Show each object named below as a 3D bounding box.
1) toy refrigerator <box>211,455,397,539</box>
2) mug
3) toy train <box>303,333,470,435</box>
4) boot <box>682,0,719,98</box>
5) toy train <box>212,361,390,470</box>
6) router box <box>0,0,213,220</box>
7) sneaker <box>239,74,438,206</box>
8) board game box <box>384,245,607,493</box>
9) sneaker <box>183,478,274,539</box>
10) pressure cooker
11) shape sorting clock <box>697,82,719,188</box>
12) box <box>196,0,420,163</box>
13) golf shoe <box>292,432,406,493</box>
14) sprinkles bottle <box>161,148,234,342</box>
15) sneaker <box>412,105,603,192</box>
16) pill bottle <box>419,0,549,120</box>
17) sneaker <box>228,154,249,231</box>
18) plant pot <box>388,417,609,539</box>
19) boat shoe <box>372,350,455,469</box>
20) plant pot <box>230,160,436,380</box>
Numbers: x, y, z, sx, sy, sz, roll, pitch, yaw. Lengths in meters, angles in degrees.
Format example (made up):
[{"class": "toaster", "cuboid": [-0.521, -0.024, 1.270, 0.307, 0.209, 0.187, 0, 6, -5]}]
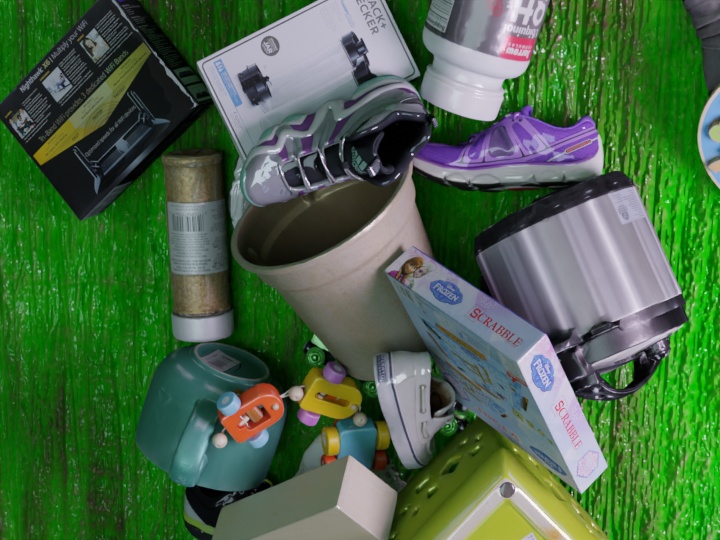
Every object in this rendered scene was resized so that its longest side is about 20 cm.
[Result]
[{"class": "toy refrigerator", "cuboid": [-0.060, 0.258, 1.632, 0.076, 0.070, 0.199, 39, 134, -26]}, {"class": "mug", "cuboid": [-0.148, 0.153, 1.692, 0.150, 0.185, 0.116, 11, 108, -30]}, {"class": "toy train", "cuboid": [0.032, 0.112, 1.698, 0.198, 0.042, 0.057, 26, 98, 11]}, {"class": "boot", "cuboid": [0.404, -0.232, 1.482, 0.198, 0.070, 0.133, -12, 93, 16]}, {"class": "toy train", "cuboid": [-0.059, 0.159, 1.644, 0.150, 0.056, 0.200, -35, 127, 7]}, {"class": "router box", "cuboid": [-0.278, -0.178, 1.726, 0.200, 0.052, 0.158, -40, 87, 22]}, {"class": "sneaker", "cuboid": [-0.018, -0.108, 1.514, 0.199, 0.140, 0.078, -33, 119, -1]}, {"class": "board game box", "cuboid": [0.128, 0.092, 1.500, 0.041, 0.200, 0.200, -41, 43, -13]}, {"class": "sneaker", "cuboid": [-0.113, 0.262, 1.757, 0.197, 0.072, 0.084, 5, 110, 17]}, {"class": "pressure cooker", "cuboid": [0.217, 0.026, 1.529, 0.174, 0.179, 0.202, -23, 84, -10]}, {"class": "shape sorting clock", "cuboid": [0.411, -0.116, 1.473, 0.197, 0.039, 0.202, 10, 133, 11]}, {"class": "box", "cuboid": [-0.053, -0.201, 1.600, 0.198, 0.060, 0.118, -26, 93, -4]}, {"class": "golf shoe", "cuboid": [0.021, 0.241, 1.713, 0.198, 0.075, 0.093, 22, 105, 11]}, {"class": "sprinkles bottle", "cuboid": [-0.174, -0.027, 1.718, 0.067, 0.068, 0.203, 2, 103, 18]}, {"class": "sneaker", "cuboid": [0.144, -0.122, 1.599, 0.197, 0.081, 0.085, -1, 86, 11]}, {"class": "pill bottle", "cuboid": [0.124, -0.254, 1.544, 0.110, 0.111, 0.202, 21, 108, 13]}, {"class": "sneaker", "cuboid": [-0.079, -0.115, 1.666, 0.091, 0.076, 0.202, 14, 107, 10]}, {"class": "plant pot", "cuboid": [0.133, 0.286, 1.590, 0.199, 0.181, 0.200, -45, 93, 0]}, {"class": "boat shoe", "cuboid": [0.063, 0.138, 1.592, 0.069, 0.201, 0.072, -9, 55, 7]}, {"class": "plant pot", "cuboid": [0.000, 0.000, 1.600, 0.198, 0.201, 0.184, -19, 122, 21]}]
